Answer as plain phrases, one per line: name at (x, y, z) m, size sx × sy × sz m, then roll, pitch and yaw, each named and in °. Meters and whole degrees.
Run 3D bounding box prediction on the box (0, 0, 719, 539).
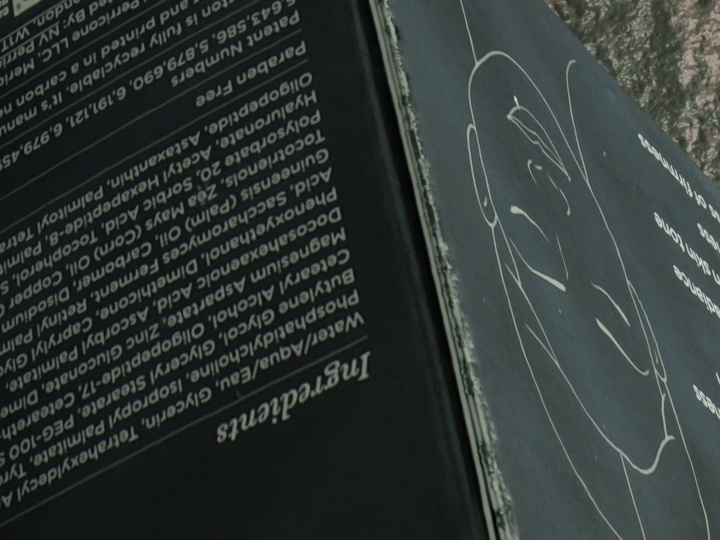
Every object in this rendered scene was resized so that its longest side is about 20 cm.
box at (0.013, 0.049, 0.531) m, size 0.200 × 0.123 × 0.198 m, roll 40°, pitch 28°, yaw -47°
